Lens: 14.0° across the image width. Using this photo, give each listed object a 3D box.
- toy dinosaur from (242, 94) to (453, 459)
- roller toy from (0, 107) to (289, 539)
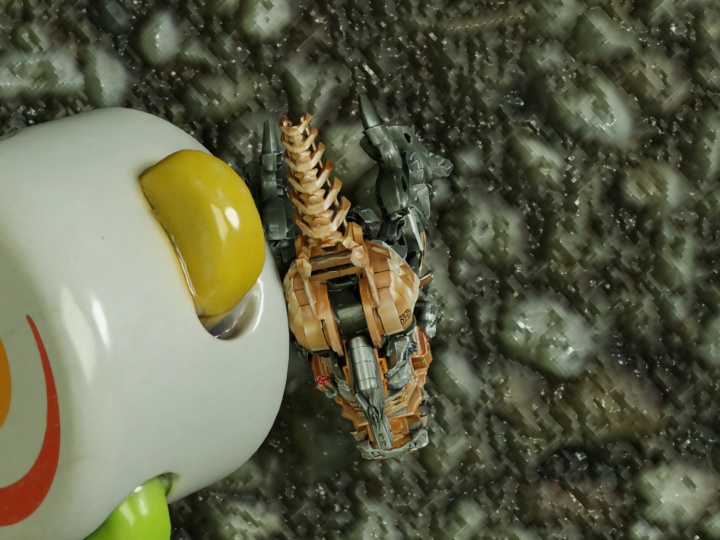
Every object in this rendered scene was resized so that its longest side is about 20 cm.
[{"bbox_3d":[0.000,0.000,1.318,0.102,0.136,0.200,1,139,-10],"label":"toy dinosaur"},{"bbox_3d":[-0.127,0.022,1.307,0.182,0.140,0.200,29,125,35],"label":"roller toy"}]
